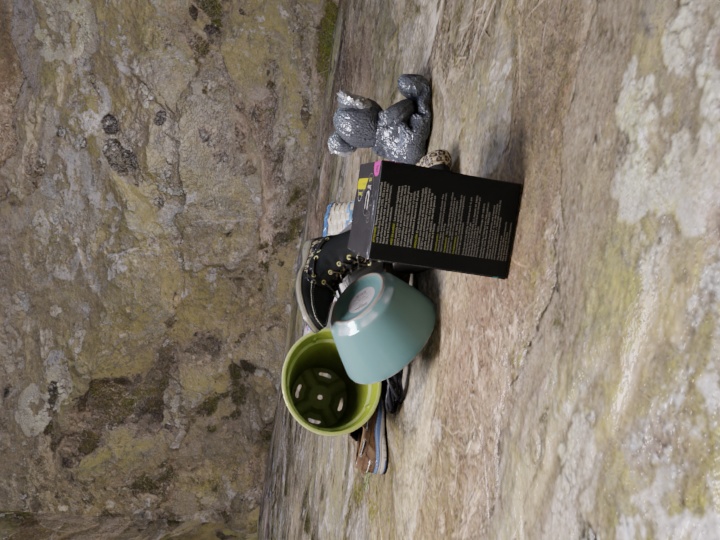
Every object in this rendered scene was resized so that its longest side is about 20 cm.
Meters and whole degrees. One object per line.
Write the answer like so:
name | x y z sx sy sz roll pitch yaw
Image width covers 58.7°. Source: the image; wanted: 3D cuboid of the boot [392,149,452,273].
boot | 0.111 -0.098 1.119 0.201 0.071 0.155 123 151 -56

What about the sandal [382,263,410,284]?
sandal | 0.095 -0.043 1.213 0.054 0.081 0.206 18 91 42

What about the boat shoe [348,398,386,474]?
boat shoe | 0.011 0.323 1.333 0.203 0.070 0.074 -97 19 -50

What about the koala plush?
koala plush | 0.033 -0.298 1.314 0.179 0.194 0.188 114 159 -51

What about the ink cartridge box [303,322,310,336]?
ink cartridge box | -0.070 0.146 1.653 0.084 0.140 0.206 -120 40 -70

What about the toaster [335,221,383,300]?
toaster | 0.000 0.000 1.277 0.114 0.128 0.203 44 161 39

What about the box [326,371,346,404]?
box | -0.009 0.189 1.414 0.094 0.077 0.204 -29 -36 -45

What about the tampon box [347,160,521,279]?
tampon box | 0.095 -0.071 0.884 0.150 0.194 0.130 -152 70 -76

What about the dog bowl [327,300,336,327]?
dog bowl | -0.038 0.146 1.482 0.200 0.058 0.203 -47 -25 -29

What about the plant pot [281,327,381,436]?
plant pot | -0.072 0.241 1.295 0.185 0.194 0.206 122 154 -66

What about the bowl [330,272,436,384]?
bowl | 0.023 0.082 1.109 0.198 0.105 0.203 -33 27 19

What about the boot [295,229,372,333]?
boot | -0.031 0.000 1.108 0.074 0.150 0.207 53 -155 -39

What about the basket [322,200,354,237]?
basket | -0.040 -0.084 1.628 0.197 0.137 0.182 -8 72 49

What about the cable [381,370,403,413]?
cable | 0.055 0.180 1.268 0.163 0.049 0.206 127 148 -66
